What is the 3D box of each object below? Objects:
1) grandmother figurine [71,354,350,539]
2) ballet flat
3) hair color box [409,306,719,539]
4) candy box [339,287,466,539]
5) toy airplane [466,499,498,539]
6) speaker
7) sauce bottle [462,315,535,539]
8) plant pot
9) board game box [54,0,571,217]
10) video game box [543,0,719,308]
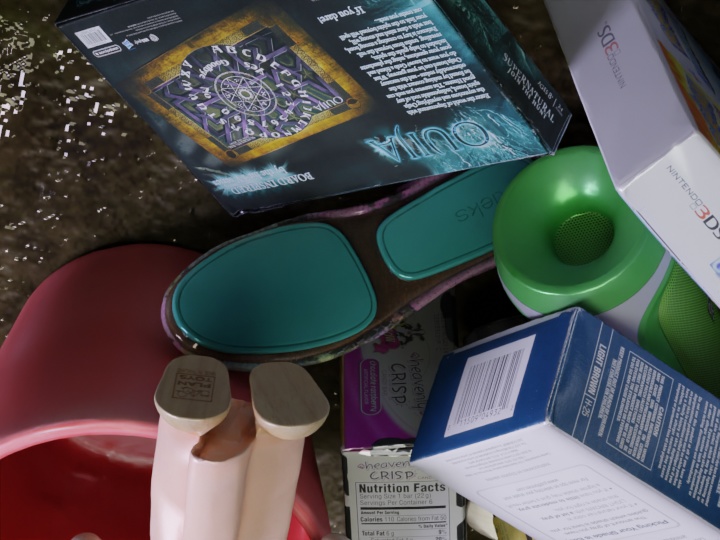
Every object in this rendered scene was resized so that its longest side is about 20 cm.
[{"bbox_3d":[-0.065,0.132,0.949,0.120,0.061,0.201,9,123,4],"label":"grandmother figurine"},{"bbox_3d":[0.000,0.000,1.035,0.199,0.071,0.069,-24,82,-15],"label":"ballet flat"},{"bbox_3d":[0.132,0.098,0.993,0.200,0.061,0.100,33,150,-24],"label":"hair color box"},{"bbox_3d":[0.022,0.122,1.110,0.061,0.137,0.201,-2,125,1],"label":"candy box"},{"bbox_3d":[0.174,0.174,1.143,0.199,0.141,0.200,-17,112,22],"label":"toy airplane"},{"bbox_3d":[0.125,0.022,1.033,0.088,0.089,0.200,-19,148,12],"label":"speaker"},{"bbox_3d":[0.097,0.121,1.085,0.064,0.201,0.065,-14,166,-4],"label":"sauce bottle"},{"bbox_3d":[-0.107,0.095,1.065,0.199,0.178,0.201,-1,126,-1],"label":"plant pot"},{"bbox_3d":[-0.023,-0.089,0.969,0.199,0.028,0.135,-8,134,42],"label":"board game box"},{"bbox_3d":[0.158,-0.037,0.960,0.047,0.200,0.182,-38,118,16],"label":"video game box"}]
